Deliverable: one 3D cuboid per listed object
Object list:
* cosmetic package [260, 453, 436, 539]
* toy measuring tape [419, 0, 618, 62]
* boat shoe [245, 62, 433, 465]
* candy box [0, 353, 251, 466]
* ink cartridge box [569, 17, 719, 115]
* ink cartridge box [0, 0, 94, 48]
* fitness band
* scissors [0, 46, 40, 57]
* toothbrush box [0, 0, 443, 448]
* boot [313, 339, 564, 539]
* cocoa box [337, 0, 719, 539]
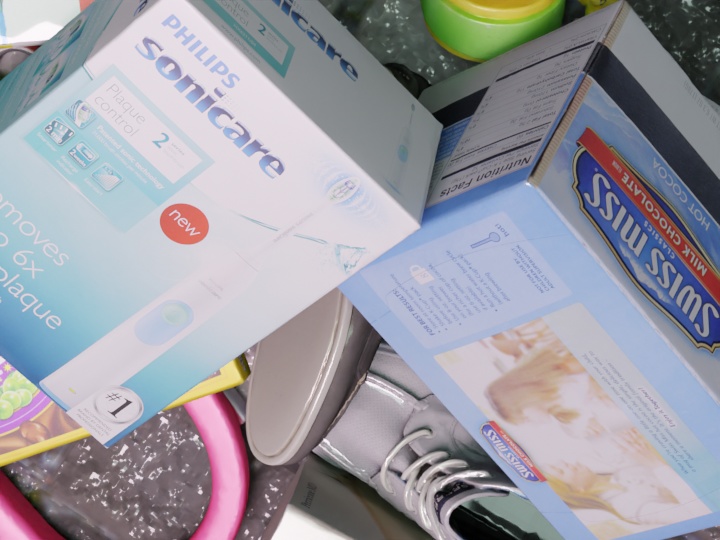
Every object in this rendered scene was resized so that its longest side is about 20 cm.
[{"bbox_3d":[0.041,0.175,1.119,0.200,0.104,0.073,28,101,-3],"label":"cosmetic package"},{"bbox_3d":[0.025,-0.135,1.071,0.199,0.074,0.074,4,101,-1],"label":"toy measuring tape"},{"bbox_3d":[0.000,0.000,1.093,0.057,0.067,0.201,15,90,-37],"label":"boat shoe"},{"bbox_3d":[-0.164,0.038,1.113,0.200,0.026,0.102,-19,96,10],"label":"candy box"},{"bbox_3d":[0.160,-0.030,1.081,0.200,0.037,0.095,33,136,0],"label":"ink cartridge box"},{"bbox_3d":[-0.159,-0.140,1.067,0.199,0.116,0.067,-5,100,5],"label":"ink cartridge box"},{"bbox_3d":[-0.142,0.077,1.149,0.144,0.037,0.200,-39,94,11],"label":"fitness band"},{"bbox_3d":[-0.103,-0.063,1.132,0.199,0.014,0.073,13,100,1],"label":"scissors"},{"bbox_3d":[-0.086,-0.037,0.987,0.200,0.085,0.146,-34,113,28],"label":"toothbrush box"},{"bbox_3d":[0.043,0.095,1.106,0.200,0.096,0.074,25,102,0],"label":"boot"},{"bbox_3d":[0.108,0.009,1.022,0.133,0.131,0.200,-23,117,43],"label":"cocoa box"}]
